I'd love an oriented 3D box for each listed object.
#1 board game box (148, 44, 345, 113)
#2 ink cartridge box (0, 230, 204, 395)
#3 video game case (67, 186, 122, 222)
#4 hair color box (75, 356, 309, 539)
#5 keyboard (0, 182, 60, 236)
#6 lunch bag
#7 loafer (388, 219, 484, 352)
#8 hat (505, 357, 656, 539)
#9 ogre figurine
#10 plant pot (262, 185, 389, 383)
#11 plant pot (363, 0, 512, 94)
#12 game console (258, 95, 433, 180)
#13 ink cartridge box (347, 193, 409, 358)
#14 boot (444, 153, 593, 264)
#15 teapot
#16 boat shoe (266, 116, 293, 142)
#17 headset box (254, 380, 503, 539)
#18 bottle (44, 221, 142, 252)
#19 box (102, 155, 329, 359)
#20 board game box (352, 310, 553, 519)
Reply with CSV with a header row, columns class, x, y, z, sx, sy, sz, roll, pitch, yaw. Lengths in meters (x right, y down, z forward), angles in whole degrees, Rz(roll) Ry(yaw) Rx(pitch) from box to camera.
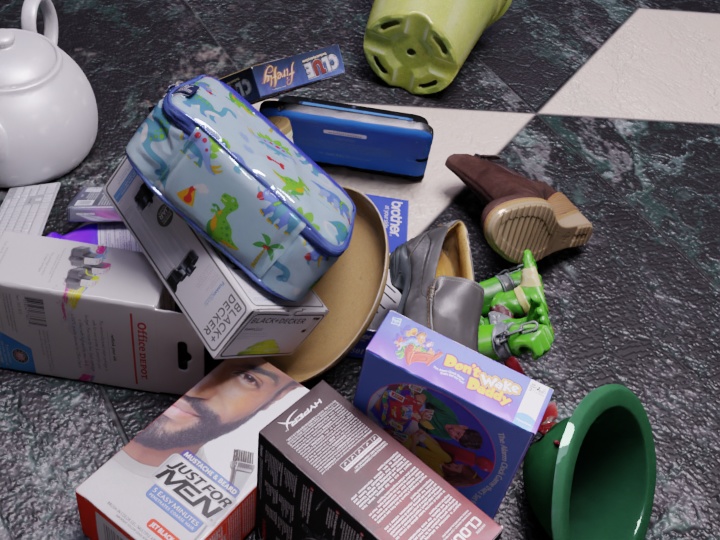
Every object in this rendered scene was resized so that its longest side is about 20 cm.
class,x,y,z,sx,sy,sz,roll,pitch,yaw
board game box,-0.131,-0.204,1.106,0.198,0.035,0.135,-7,15,46
ink cartridge box,-0.231,0.042,0.887,0.196,0.116,0.068,9,44,0
video game case,-0.198,-0.072,1.025,0.196,0.019,0.143,0,12,-10
hair color box,-0.125,0.164,0.816,0.110,0.065,0.200,29,47,22
keyboard,-0.343,-0.052,0.987,0.055,0.011,0.201,-13,26,-4
lunch bag,-0.096,-0.078,0.843,0.199,0.083,0.161,42,18,-6
loafer,0.073,0.032,0.832,0.072,0.072,0.202,32,30,-34
hat,0.148,0.173,0.855,0.174,0.169,0.198,2,8,42
ogre figurine,0.120,0.049,0.926,0.118,0.099,0.201,-18,33,12
plant pot,-0.047,0.016,0.925,0.027,0.199,0.202,32,25,-43
plant pot,0.092,-0.343,1.291,0.197,0.202,0.186,17,56,9
game console,-0.012,-0.184,1.154,0.196,0.171,0.120,8,70,0
ink cartridge box,0.000,0.000,1.014,0.092,0.045,0.202,8,44,-3
boot,0.147,-0.077,1.067,0.166,0.073,0.198,38,23,34
teapot,-0.388,-0.204,1.091,0.196,0.148,0.200,-26,52,-31
boat shoe,-0.147,-0.130,1.088,0.074,0.067,0.198,-33,28,-35
headset box,0.013,0.205,0.734,0.199,0.150,0.077,34,50,26
bottle,-0.252,-0.007,0.969,0.196,0.066,0.084,-5,41,-13
box,-0.128,-0.018,0.864,0.201,0.060,0.116,51,22,22
board game box,0.056,0.138,0.764,0.133,0.202,0.045,26,47,12
